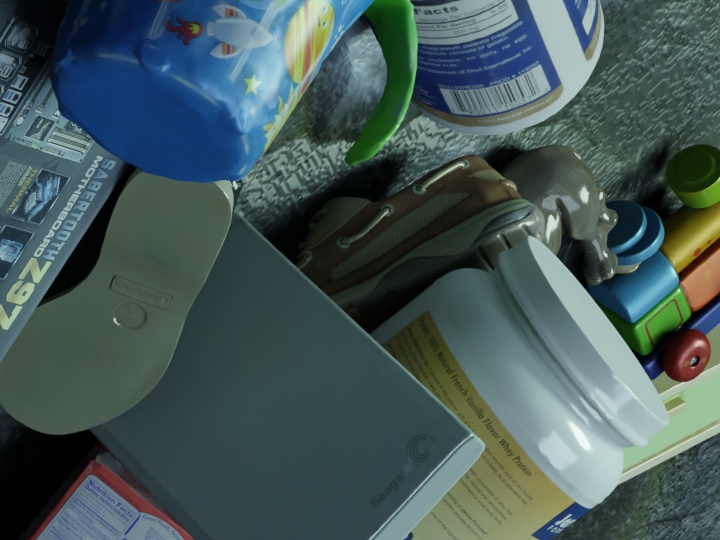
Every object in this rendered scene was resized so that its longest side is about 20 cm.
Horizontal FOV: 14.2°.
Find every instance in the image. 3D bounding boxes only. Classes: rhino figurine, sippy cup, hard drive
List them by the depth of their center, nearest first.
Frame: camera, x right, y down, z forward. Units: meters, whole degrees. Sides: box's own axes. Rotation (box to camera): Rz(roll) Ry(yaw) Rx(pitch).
[{"bbox_3d":[-0.066,-0.113,1.233,0.140,0.177,0.131,85,25,-62],"label":"sippy cup"},{"bbox_3d":[-0.050,0.071,1.438,0.132,0.200,0.026,-47,148,-2],"label":"hard drive"},{"bbox_3d":[0.063,0.006,1.640,0.200,0.060,0.088,-40,129,-12],"label":"rhino figurine"}]

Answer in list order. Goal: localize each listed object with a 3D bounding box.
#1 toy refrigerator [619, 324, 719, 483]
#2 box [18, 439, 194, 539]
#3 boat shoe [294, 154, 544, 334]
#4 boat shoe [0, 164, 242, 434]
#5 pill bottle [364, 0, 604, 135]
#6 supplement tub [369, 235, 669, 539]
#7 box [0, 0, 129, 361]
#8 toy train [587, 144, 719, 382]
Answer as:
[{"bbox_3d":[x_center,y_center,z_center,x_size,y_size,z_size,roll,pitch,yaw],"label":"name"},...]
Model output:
[{"bbox_3d":[0.159,0.091,1.849,0.199,0.070,0.076,-22,141,-35],"label":"toy refrigerator"},{"bbox_3d":[-0.088,0.187,1.510,0.103,0.200,0.095,-51,-176,5],"label":"box"},{"bbox_3d":[0.000,0.000,1.550,0.199,0.072,0.076,-24,153,-17],"label":"boat shoe"},{"bbox_3d":[-0.114,0.003,1.404,0.073,0.063,0.202,25,127,-13],"label":"boat shoe"},{"bbox_3d":[0.044,-0.159,1.385,0.111,0.111,0.200,-43,149,-8],"label":"pill bottle"},{"bbox_3d":[0.046,0.090,1.508,0.200,0.145,0.144,-38,150,10],"label":"supplement tub"},{"bbox_3d":[-0.183,-0.039,1.293,0.200,0.051,0.157,-56,148,11],"label":"box"},{"bbox_3d":[0.222,-0.034,1.787,0.200,0.085,0.116,-39,135,-14],"label":"toy train"}]
